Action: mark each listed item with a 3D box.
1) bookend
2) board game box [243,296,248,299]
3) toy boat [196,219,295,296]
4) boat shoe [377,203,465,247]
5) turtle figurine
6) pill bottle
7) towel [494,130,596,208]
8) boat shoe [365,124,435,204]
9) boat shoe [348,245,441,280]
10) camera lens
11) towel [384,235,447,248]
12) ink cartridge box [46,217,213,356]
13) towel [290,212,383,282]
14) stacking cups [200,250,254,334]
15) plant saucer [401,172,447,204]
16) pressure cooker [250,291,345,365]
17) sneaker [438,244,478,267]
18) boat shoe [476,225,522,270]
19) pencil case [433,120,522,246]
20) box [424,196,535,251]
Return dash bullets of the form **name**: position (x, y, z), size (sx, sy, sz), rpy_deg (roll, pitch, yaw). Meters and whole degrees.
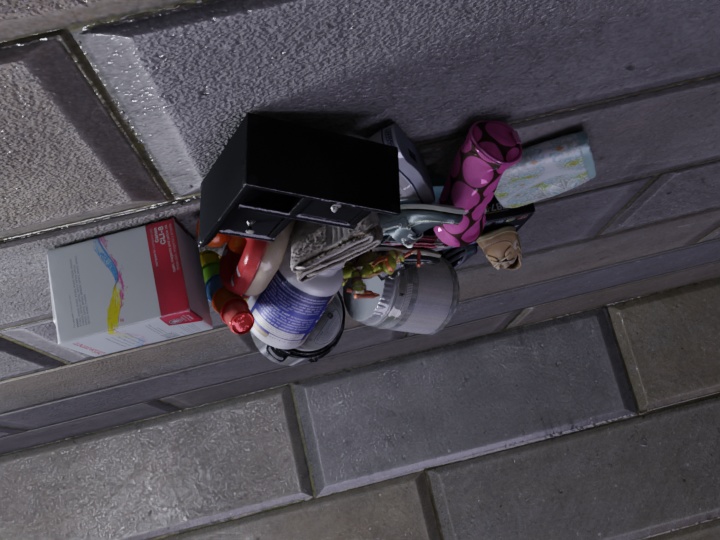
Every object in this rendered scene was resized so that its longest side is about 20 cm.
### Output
- **bookend**: position (-0.083, -0.092, 1.044), size (0.196, 0.093, 0.200), rpy_deg (9, 158, -26)
- **board game box**: position (-0.144, -0.011, 1.466), size (0.197, 0.063, 0.200), rpy_deg (-11, 165, -13)
- **toy boat**: position (-0.179, -0.046, 1.222), size (0.129, 0.132, 0.200), rpy_deg (21, 157, -10)
- **boat shoe**: position (0.071, -0.063, 1.196), size (0.072, 0.063, 0.198), rpy_deg (2, 179, -44)
- **turtle figurine**: position (0.000, 0.000, 1.390), size (0.160, 0.065, 0.200), rpy_deg (-11, -162, 39)
- **pill bottle**: position (-0.096, 0.018, 1.325), size (0.119, 0.120, 0.201), rpy_deg (-1, 137, -42)
- **towel**: position (0.294, -0.159, 1.350), size (0.169, 0.049, 0.200), rpy_deg (-19, 166, 14)
- **boat shoe**: position (0.042, -0.131, 1.145), size (0.085, 0.076, 0.202), rpy_deg (-18, 163, 16)
- **boat shoe**: position (0.049, -0.016, 1.516), size (0.197, 0.069, 0.072), rpy_deg (0, -170, -8)
- **camera lens**: position (0.085, 0.040, 1.644), size (0.198, 0.162, 0.159), rpy_deg (9, 156, -34)
- **towel**: position (0.041, -0.050, 1.420), size (0.197, 0.023, 0.144), rpy_deg (2, 180, -9)
- **ink cartridge box**: position (-0.343, 0.031, 1.242), size (0.197, 0.147, 0.145), rpy_deg (-14, 166, 0)
- **towel**: position (-0.038, -0.057, 1.155), size (0.131, 0.035, 0.200), rpy_deg (-25, -157, 5)
- **stacking cups**: position (-0.216, 0.039, 1.323), size (0.060, 0.200, 0.061), rpy_deg (-15, 125, -22)
- **plant saucer**: position (0.070, -0.112, 1.334), size (0.197, 0.036, 0.200), rpy_deg (-13, 167, -3)
- **pressure cooker**: position (-0.124, 0.094, 1.637), size (0.176, 0.179, 0.200), rpy_deg (-5, 168, -20)
- **sneaker**: position (0.170, -0.013, 1.767), size (0.087, 0.075, 0.199), rpy_deg (-16, 173, -43)
- **boat shoe**: position (0.271, -0.039, 1.564), size (0.070, 0.065, 0.199), rpy_deg (-18, 168, 23)
- **pencil case**: position (0.169, -0.125, 1.193), size (0.092, 0.092, 0.201), rpy_deg (-5, 148, -17)
- **box**: position (0.207, -0.088, 1.542), size (0.197, 0.050, 0.161), rpy_deg (-11, 170, -7)
